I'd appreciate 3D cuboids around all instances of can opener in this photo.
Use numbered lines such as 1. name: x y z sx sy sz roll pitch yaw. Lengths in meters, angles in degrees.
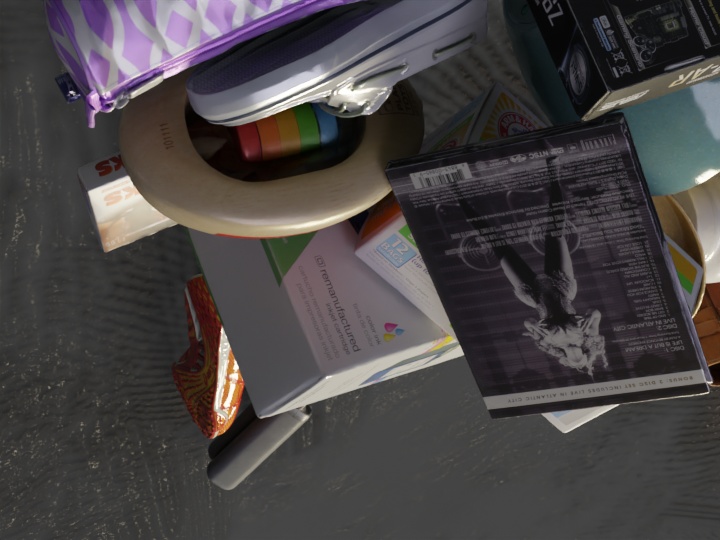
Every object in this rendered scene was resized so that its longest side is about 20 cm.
1. can opener: -0.075 0.104 1.264 0.067 0.054 0.200 35 116 -23

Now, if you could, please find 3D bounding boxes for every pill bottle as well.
1. pill bottle: 0.335 -0.049 1.322 0.198 0.114 0.113 -5 142 -36

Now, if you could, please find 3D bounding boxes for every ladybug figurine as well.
1. ladybug figurine: -0.053 -0.078 0.909 0.198 0.137 0.072 -10 157 -21

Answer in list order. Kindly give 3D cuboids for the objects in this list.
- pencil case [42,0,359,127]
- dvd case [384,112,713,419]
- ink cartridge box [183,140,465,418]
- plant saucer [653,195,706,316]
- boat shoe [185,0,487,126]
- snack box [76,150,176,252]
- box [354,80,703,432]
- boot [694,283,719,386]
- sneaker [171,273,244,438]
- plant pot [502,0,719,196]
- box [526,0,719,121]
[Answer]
1. pencil case: -0.080 -0.155 0.813 0.198 0.086 0.084 -26 157 -9
2. dvd case: 0.117 0.005 0.898 0.147 0.016 0.201 -10 123 25
3. ink cartridge box: 0.000 0.000 1.022 0.199 0.147 0.087 -13 165 -42
4. plant saucer: 0.185 -0.023 1.188 0.036 0.199 0.201 -52 171 -43
5. boat shoe: -0.003 -0.121 0.861 0.198 0.074 0.067 -27 123 -14
6. snack box: -0.088 -0.076 0.986 0.198 0.024 0.072 -23 150 -13
7. box: 0.112 -0.007 0.977 0.112 0.199 0.102 -37 -161 45
8. boot: 0.331 0.036 1.402 0.198 0.156 0.074 -7 143 -36
9. sneaker: -0.098 0.064 1.146 0.077 0.073 0.201 -24 154 -30
10. plant pot: 0.170 -0.166 0.943 0.134 0.201 0.200 22 125 -27
11. box: 0.158 -0.203 0.838 0.159 0.202 0.044 -20 170 -19
